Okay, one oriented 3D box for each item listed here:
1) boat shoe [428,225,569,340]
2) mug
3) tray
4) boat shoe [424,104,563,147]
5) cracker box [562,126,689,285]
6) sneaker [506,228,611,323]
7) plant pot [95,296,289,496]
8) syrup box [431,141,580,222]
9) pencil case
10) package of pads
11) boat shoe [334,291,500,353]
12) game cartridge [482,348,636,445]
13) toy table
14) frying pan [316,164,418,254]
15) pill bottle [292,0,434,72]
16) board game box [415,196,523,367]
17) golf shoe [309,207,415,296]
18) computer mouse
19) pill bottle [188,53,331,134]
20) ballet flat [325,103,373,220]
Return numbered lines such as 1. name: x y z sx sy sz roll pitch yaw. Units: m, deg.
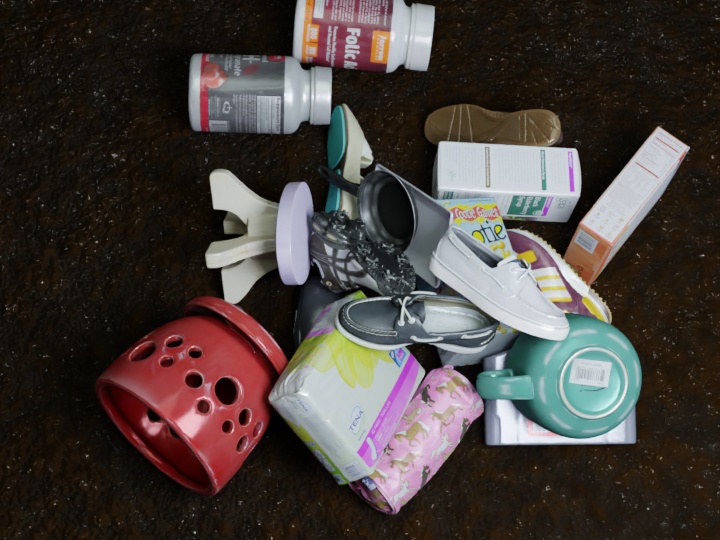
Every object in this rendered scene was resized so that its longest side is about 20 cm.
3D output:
1. boat shoe: 0.174 0.012 1.467 0.200 0.069 0.072 37 27 32
2. mug: 0.257 0.141 1.498 0.185 0.114 0.152 -39 99 -6
3. tray: 0.068 -0.062 1.612 0.022 0.107 0.200 -1 23 -30
4. boat shoe: 0.194 -0.198 1.752 0.200 0.072 0.072 0 81 19
5. cracker box: 0.363 -0.088 1.674 0.058 0.134 0.200 37 67 13
6. sneaker: 0.243 0.028 1.644 0.200 0.075 0.090 42 64 16
7. plant pot: -0.193 0.147 1.490 0.200 0.200 0.182 39 64 13
8. syrup box: 0.204 -0.124 1.709 0.200 0.079 0.082 4 65 -3
9. pencil case: 0.071 0.214 1.542 0.083 0.087 0.200 25 61 41
10. package of pads: -0.015 0.138 1.492 0.155 0.068 0.200 51 42 -19
11. boat shoe: 0.071 0.056 1.471 0.200 0.060 0.076 2 60 -15
12. game cartridge: 0.260 0.161 1.582 0.200 0.041 0.133 -1 82 -4
13. toy table: -0.132 -0.046 1.608 0.117 0.200 0.184 -2 98 6
14. frying pan: 0.014 -0.082 1.621 0.031 0.190 0.115 -16 108 -36
15. pill bottle: 0.004 -0.352 1.781 0.200 0.114 0.114 6 65 -1
16. board game box: 0.145 0.014 1.615 0.103 0.105 0.200 -5 65 -25
17. golf shoe: 0.000 0.000 1.590 0.078 0.095 0.200 -2 31 -35
18. computer mouse: -0.025 0.094 1.609 0.140 0.046 0.200 6 65 -1
19. pill bottle: -0.142 -0.251 1.725 0.200 0.111 0.111 1 65 -4
20. ballet flat: -0.014 -0.141 1.716 0.069 0.069 0.200 5 67 -2
